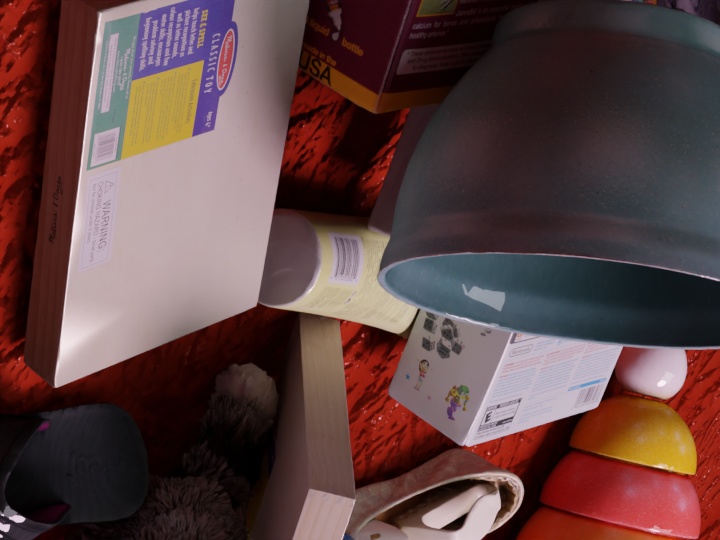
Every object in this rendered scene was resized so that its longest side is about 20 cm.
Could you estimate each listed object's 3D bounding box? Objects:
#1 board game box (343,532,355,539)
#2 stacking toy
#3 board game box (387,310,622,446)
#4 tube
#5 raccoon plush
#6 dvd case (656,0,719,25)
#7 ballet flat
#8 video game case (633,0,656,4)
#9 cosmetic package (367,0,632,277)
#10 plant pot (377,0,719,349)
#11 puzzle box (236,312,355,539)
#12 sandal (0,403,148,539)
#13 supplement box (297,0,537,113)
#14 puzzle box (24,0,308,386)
[{"bbox_3d":[-0.011,0.272,1.403,0.200,0.196,0.056,-54,179,3],"label":"board game box"},{"bbox_3d":[0.183,0.136,1.683,0.146,0.146,0.201,20,83,-59],"label":"stacking toy"},{"bbox_3d":[0.111,-0.009,1.426,0.147,0.064,0.201,-11,128,-54],"label":"board game box"},{"bbox_3d":[0.000,0.000,1.342,0.058,0.052,0.200,-25,166,23],"label":"tube"},{"bbox_3d":[-0.085,0.130,1.240,0.096,0.134,0.201,18,76,-19],"label":"raccoon plush"},{"bbox_3d":[0.176,-0.134,1.247,0.016,0.149,0.200,-13,138,-5],"label":"dvd case"},{"bbox_3d":[0.024,0.158,1.496,0.200,0.062,0.068,-29,120,-42],"label":"ballet flat"},{"bbox_3d":[0.177,-0.100,1.389,0.017,0.144,0.200,-27,162,35],"label":"video game case"},{"bbox_3d":[0.080,-0.100,1.296,0.051,0.082,0.201,17,93,-60],"label":"cosmetic package"},{"bbox_3d":[0.115,-0.048,1.176,0.200,0.200,0.135,29,66,-60],"label":"plant pot"},{"bbox_3d":[-0.036,0.121,1.291,0.200,0.025,0.133,-95,-159,-65],"label":"puzzle box"},{"bbox_3d":[-0.158,0.095,1.164,0.200,0.048,0.076,-15,90,-57],"label":"sandal"},{"bbox_3d":[0.039,-0.185,1.184,0.110,0.086,0.201,-14,129,-51],"label":"supplement box"},{"bbox_3d":[-0.089,-0.052,1.158,0.133,0.025,0.201,-21,134,-41],"label":"puzzle box"}]
